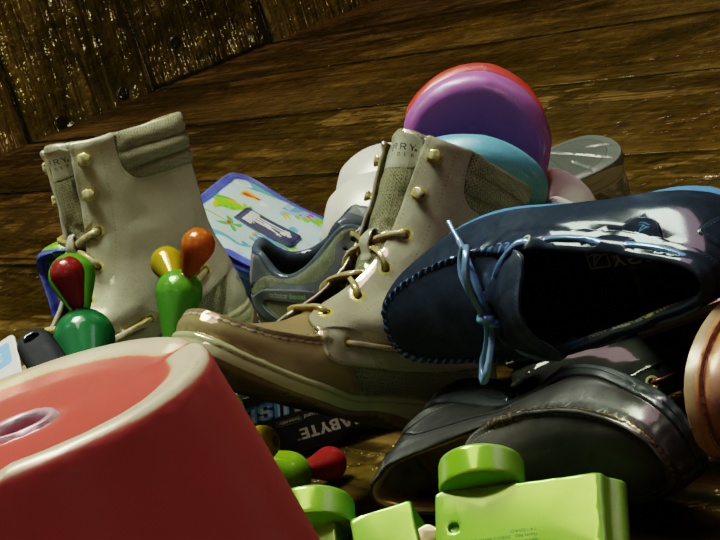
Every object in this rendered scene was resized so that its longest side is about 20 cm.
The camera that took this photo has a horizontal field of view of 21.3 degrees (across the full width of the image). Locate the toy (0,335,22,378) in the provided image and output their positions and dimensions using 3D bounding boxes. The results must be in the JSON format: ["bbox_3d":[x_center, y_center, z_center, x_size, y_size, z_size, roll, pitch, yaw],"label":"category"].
[{"bbox_3d":[-0.216,0.107,0.942,0.115,0.047,0.200,-32,39,4],"label":"toy"}]

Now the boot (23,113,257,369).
[{"bbox_3d":[-0.166,0.001,1.144,0.200,0.155,0.072,-26,15,-33],"label":"boot"}]

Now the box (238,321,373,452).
[{"bbox_3d":[-0.070,0.071,1.206,0.198,0.050,0.200,-15,14,7],"label":"box"}]

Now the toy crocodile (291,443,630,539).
[{"bbox_3d":[0.022,0.127,0.841,0.200,0.062,0.068,-14,55,14],"label":"toy crocodile"}]

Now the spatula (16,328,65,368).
[{"bbox_3d":[-0.130,0.081,0.933,0.056,0.021,0.200,-31,42,-10],"label":"spatula"}]

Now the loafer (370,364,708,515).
[{"bbox_3d":[0.080,0.092,0.890,0.072,0.073,0.200,-36,11,-29],"label":"loafer"}]

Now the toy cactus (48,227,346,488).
[{"bbox_3d":[-0.113,0.063,1.031,0.165,0.200,0.102,-30,-15,-47],"label":"toy cactus"}]

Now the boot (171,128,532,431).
[{"bbox_3d":[0.000,0.000,0.996,0.200,0.155,0.072,15,-5,-34],"label":"boot"}]

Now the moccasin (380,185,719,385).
[{"bbox_3d":[0.084,0.004,0.892,0.200,0.081,0.068,-22,13,37],"label":"moccasin"}]

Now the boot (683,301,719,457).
[{"bbox_3d":[0.249,0.041,0.818,0.200,0.077,0.155,-6,6,-40],"label":"boot"}]

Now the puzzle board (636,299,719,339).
[{"bbox_3d":[0.194,-0.018,0.988,0.150,0.017,0.200,-18,12,1],"label":"puzzle board"}]

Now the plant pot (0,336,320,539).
[{"bbox_3d":[-0.094,0.132,0.709,0.200,0.178,0.200,-19,13,4],"label":"plant pot"}]

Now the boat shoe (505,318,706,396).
[{"bbox_3d":[0.175,0.042,0.967,0.201,0.063,0.074,-17,-9,8],"label":"boat shoe"}]

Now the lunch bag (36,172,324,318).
[{"bbox_3d":[-0.112,0.005,1.399,0.200,0.128,0.170,-2,15,14],"label":"lunch bag"}]

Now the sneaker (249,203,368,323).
[{"bbox_3d":[0.023,-0.002,1.099,0.200,0.081,0.074,-17,16,13],"label":"sneaker"}]

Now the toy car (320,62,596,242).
[{"bbox_3d":[0.071,-0.056,1.220,0.175,0.150,0.200,9,16,3],"label":"toy car"}]

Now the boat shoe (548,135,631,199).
[{"bbox_3d":[0.101,-0.029,1.376,0.202,0.065,0.074,-26,33,-6],"label":"boat shoe"}]
